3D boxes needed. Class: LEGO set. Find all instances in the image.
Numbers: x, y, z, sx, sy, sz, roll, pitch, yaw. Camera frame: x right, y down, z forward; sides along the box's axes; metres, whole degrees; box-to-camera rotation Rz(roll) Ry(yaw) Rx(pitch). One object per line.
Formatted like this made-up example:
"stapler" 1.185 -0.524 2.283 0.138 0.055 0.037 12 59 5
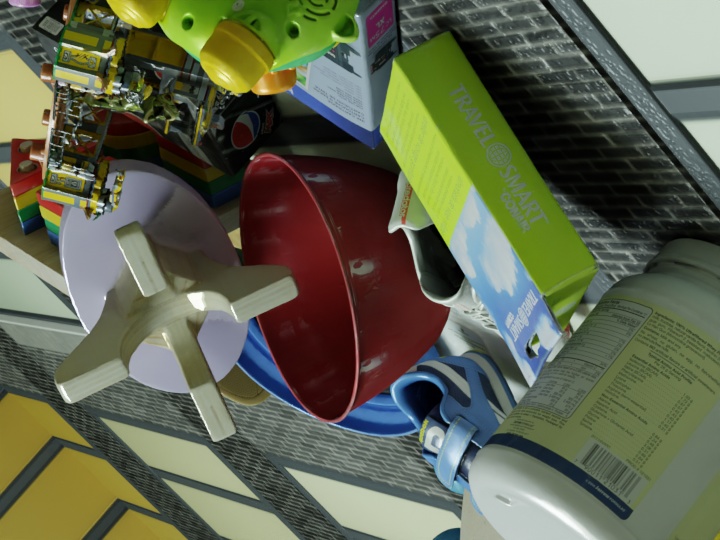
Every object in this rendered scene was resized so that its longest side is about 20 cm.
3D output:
"LEGO set" -0.139 -0.124 1.372 0.116 0.154 0.200 14 137 -3

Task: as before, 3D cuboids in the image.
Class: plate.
"plate" 0.090 0.043 1.585 0.199 0.032 0.200 27 158 38

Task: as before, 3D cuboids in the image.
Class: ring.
"ring" -0.212 -0.164 1.466 0.019 0.201 0.200 10 164 -6

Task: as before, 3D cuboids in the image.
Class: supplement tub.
"supplement tub" 0.177 0.094 1.242 0.145 0.200 0.145 36 162 14

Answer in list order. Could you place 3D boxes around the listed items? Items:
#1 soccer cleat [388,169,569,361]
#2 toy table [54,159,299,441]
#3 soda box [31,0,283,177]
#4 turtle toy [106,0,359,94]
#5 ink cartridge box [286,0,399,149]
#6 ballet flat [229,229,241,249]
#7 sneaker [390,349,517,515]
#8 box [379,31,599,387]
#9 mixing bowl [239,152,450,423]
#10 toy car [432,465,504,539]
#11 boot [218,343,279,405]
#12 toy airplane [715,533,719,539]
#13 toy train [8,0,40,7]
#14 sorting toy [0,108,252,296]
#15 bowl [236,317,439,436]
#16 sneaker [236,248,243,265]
"soccer cleat" 0.080 0.006 1.405 0.069 0.085 0.200 -7 132 35
"toy table" -0.140 0.026 1.487 0.200 0.184 0.117 53 -177 -30
"soda box" -0.158 -0.152 1.580 0.200 0.063 0.071 31 160 31
"turtle toy" -0.077 -0.183 1.211 0.200 0.146 0.101 34 169 22
"ink cartridge box" -0.029 -0.154 1.347 0.119 0.042 0.200 35 163 18
"ballet flat" -0.096 -0.049 1.732 0.200 0.069 0.063 19 124 45
"sneaker" 0.090 0.137 1.510 0.082 0.074 0.200 2 -146 -34
"box" 0.082 -0.037 1.272 0.200 0.048 0.122 59 167 15
"mixing bowl" 0.000 0.000 1.483 0.200 0.108 0.200 49 147 48
"toy car" 0.182 0.207 1.624 0.200 0.177 0.184 4 -178 -30
"boot" -0.151 0.045 1.831 0.200 0.072 0.155 43 173 3
"toy airplane" 0.241 0.207 1.463 0.199 0.141 0.200 12 132 1
"toy train" -0.235 -0.260 1.377 0.200 0.056 0.151 -13 83 63
"sorting toy" -0.194 -0.075 1.635 0.199 0.200 0.070 27 138 47
"bowl" -0.024 0.063 1.676 0.200 0.039 0.201 21 150 13
"sneaker" -0.074 0.006 1.799 0.200 0.077 0.089 32 172 47
